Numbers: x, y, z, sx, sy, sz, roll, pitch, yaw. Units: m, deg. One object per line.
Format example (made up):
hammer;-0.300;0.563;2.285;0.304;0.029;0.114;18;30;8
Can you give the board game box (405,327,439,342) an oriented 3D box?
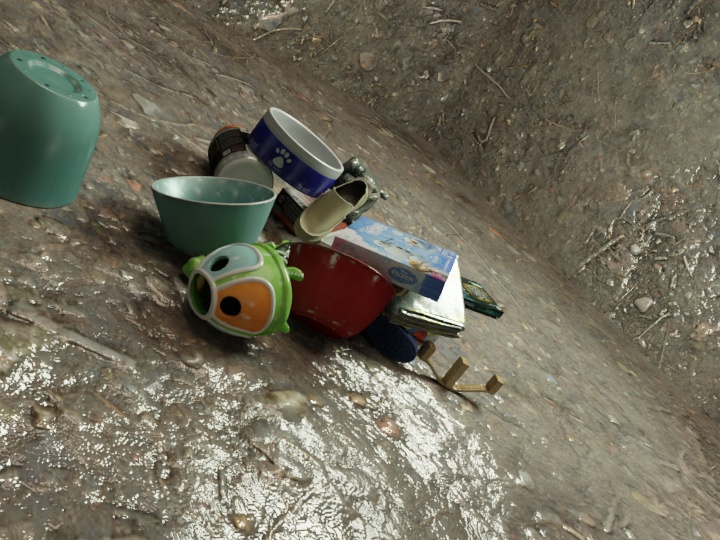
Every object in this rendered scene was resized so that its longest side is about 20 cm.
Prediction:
board game box;0.099;0.054;1.458;0.200;0.103;0.105;33;21;-13

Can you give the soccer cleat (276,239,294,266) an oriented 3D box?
soccer cleat;-0.156;-0.005;1.221;0.081;0.067;0.200;53;26;6

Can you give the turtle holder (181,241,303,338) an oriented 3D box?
turtle holder;-0.185;0.016;0.998;0.132;0.141;0.186;-4;50;-40

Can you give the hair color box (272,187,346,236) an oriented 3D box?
hair color box;-0.112;-0.133;1.577;0.102;0.061;0.200;46;20;19

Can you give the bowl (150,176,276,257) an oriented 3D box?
bowl;-0.242;-0.085;1.113;0.200;0.105;0.201;6;19;-2

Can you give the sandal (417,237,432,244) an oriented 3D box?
sandal;0.134;-0.003;1.438;0.076;0.043;0.200;30;32;-17

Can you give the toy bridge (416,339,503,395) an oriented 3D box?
toy bridge;0.186;0.201;1.331;0.200;0.067;0.027;28;21;-23

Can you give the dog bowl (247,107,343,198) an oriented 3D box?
dog bowl;-0.135;-0.246;1.420;0.200;0.079;0.200;38;16;-13

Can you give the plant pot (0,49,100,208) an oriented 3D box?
plant pot;-0.474;-0.215;0.979;0.200;0.161;0.201;33;19;-13

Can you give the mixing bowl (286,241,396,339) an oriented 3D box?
mixing bowl;-0.051;0.048;1.146;0.200;0.109;0.200;23;-16;7

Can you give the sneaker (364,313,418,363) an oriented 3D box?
sneaker;0.035;0.095;1.304;0.200;0.070;0.078;39;26;7

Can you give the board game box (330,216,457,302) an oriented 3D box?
board game box;0.064;-0.027;1.196;0.199;0.043;0.200;22;18;7

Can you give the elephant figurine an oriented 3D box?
elephant figurine;-0.025;-0.152;1.537;0.200;0.155;0.142;-89;162;-51

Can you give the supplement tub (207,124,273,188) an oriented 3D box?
supplement tub;-0.259;-0.228;1.441;0.122;0.123;0.200;25;23;-32

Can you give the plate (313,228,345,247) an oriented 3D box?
plate;0.004;-0.052;1.416;0.200;0.032;0.199;-18;29;-34

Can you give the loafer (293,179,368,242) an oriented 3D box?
loafer;-0.059;-0.134;1.411;0.076;0.068;0.200;45;62;6

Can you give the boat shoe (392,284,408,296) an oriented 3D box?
boat shoe;0.000;0.001;1.247;0.200;0.072;0.066;12;-7;36

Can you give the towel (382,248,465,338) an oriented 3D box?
towel;0.118;0.028;1.316;0.171;0.048;0.200;16;51;-23

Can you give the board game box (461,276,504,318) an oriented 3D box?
board game box;0.305;0.064;1.912;0.200;0.028;0.135;20;26;-40
